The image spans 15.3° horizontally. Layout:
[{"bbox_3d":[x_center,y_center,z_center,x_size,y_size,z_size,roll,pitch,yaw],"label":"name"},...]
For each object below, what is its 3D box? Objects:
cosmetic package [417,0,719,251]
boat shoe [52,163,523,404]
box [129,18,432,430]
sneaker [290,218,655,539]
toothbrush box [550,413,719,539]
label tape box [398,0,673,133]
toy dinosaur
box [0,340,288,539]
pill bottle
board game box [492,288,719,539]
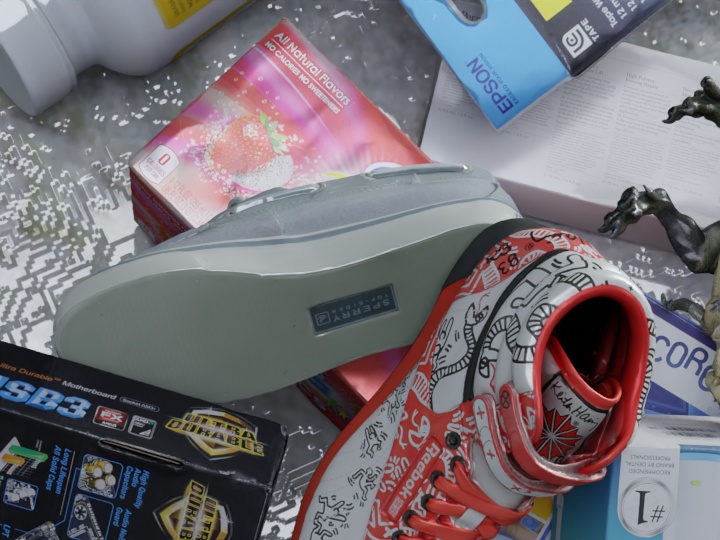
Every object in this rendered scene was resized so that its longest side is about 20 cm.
[{"bbox_3d":[0.129,-0.059,1.256,0.199,0.051,0.083,15,76,-1],"label":"cosmetic package"},{"bbox_3d":[-0.029,0.001,1.109,0.200,0.070,0.072,-12,34,-3],"label":"boat shoe"},{"bbox_3d":[0.000,0.000,1.199,0.103,0.095,0.200,-43,82,-12],"label":"box"},{"bbox_3d":[0.041,0.078,1.030,0.067,0.108,0.202,29,90,-23],"label":"sneaker"},{"bbox_3d":[0.151,0.163,1.076,0.145,0.085,0.201,4,96,-11],"label":"toothbrush box"},{"bbox_3d":[0.094,-0.175,1.212,0.200,0.066,0.144,-38,91,-4],"label":"label tape box"},{"bbox_3d":[0.155,-0.025,1.108,0.088,0.047,0.201,35,57,-15],"label":"toy dinosaur"},{"bbox_3d":[-0.147,0.124,1.120,0.197,0.201,0.050,15,35,-1],"label":"box"},{"bbox_3d":[-0.093,-0.161,1.236,0.200,0.112,0.112,-36,80,-13],"label":"pill bottle"},{"bbox_3d":[0.129,0.093,1.126,0.199,0.034,0.136,31,89,-12],"label":"board game box"}]
